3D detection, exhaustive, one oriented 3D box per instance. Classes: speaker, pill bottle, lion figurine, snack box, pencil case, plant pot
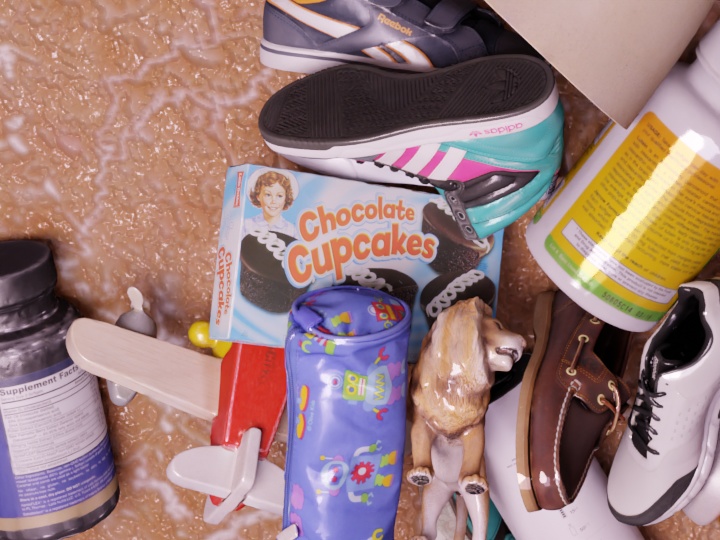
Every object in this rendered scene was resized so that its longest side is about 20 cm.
[{"bbox_3d":[0.137,0.159,1.660,0.081,0.081,0.200,-27,105,17],"label":"speaker"},{"bbox_3d":[-0.243,0.086,1.672,0.112,0.112,0.200,-6,110,11],"label":"pill bottle"},{"bbox_3d":[0.063,0.118,1.569,0.072,0.123,0.200,6,141,-2],"label":"lion figurine"},{"bbox_3d":[0.209,-0.066,1.543,0.111,0.111,0.200,35,112,-6],"label":"pill bottle"},{"bbox_3d":[0.000,0.000,1.568,0.200,0.037,0.117,8,85,-27],"label":"snack box"},{"bbox_3d":[-0.015,0.111,1.518,0.087,0.078,0.200,-8,114,-30],"label":"pencil case"},{"bbox_3d":[0.169,-0.225,1.468,0.187,0.187,0.200,42,98,-9],"label":"plant pot"}]

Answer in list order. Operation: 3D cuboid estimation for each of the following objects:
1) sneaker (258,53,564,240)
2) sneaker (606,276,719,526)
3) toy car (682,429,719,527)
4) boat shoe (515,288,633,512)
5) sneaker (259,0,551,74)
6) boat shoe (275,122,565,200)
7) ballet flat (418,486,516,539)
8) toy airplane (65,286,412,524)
[{"bbox_3d":[0.043,-0.075,1.510,0.200,0.084,0.121,-2,139,21],"label":"sneaker"},{"bbox_3d":[0.208,0.084,1.574,0.080,0.074,0.200,4,118,-41],"label":"sneaker"},{"bbox_3d":[0.315,0.142,1.588,0.175,0.150,0.200,27,113,-2],"label":"toy car"},{"bbox_3d":[0.146,0.079,1.564,0.070,0.200,0.070,-3,132,16],"label":"boat shoe"},{"bbox_3d":[0.029,-0.164,1.543,0.199,0.078,0.080,8,108,13],"label":"sneaker"},{"bbox_3d":[0.039,-0.096,1.578,0.199,0.074,0.068,10,115,4],"label":"boat shoe"},{"bbox_3d":[0.080,0.197,1.690,0.062,0.067,0.200,-23,109,28],"label":"ballet flat"},{"bbox_3d":[-0.080,0.081,1.625,0.199,0.141,0.200,-30,94,-22],"label":"toy airplane"}]
